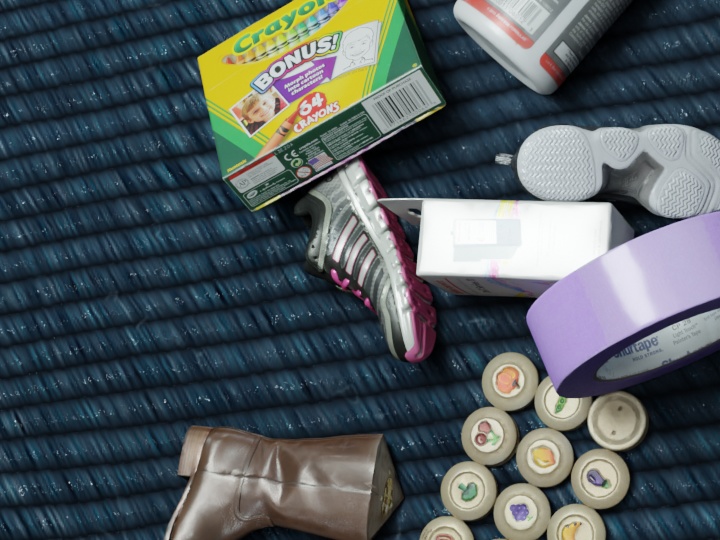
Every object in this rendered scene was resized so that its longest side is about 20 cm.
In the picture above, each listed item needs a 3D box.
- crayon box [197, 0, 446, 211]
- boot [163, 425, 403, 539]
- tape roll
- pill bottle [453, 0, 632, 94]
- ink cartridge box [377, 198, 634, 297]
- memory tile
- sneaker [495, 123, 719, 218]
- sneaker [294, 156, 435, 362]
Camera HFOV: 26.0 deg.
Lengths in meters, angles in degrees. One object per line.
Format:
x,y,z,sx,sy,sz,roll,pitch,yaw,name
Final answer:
-0.040,-0.170,1.387,0.199,0.058,0.173,-28,46,12,crayon box
-0.067,0.228,1.349,0.198,0.064,0.188,4,82,16,boot
0.232,0.029,1.205,0.199,0.200,0.066,-25,71,13,tape roll
0.183,-0.260,1.329,0.116,0.116,0.200,43,94,22,pill bottle
0.119,-0.016,1.299,0.198,0.117,0.068,3,82,20,ink cartridge box
0.144,0.180,1.304,0.152,0.017,0.201,20,86,22,memory tile
0.212,-0.089,1.305,0.198,0.114,0.076,4,96,-15,sneaker
0.000,0.000,1.357,0.087,0.074,0.201,-27,66,12,sneaker
